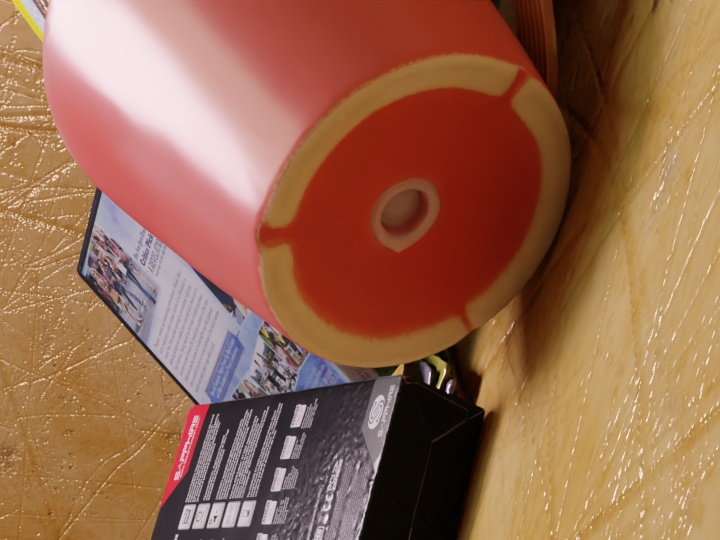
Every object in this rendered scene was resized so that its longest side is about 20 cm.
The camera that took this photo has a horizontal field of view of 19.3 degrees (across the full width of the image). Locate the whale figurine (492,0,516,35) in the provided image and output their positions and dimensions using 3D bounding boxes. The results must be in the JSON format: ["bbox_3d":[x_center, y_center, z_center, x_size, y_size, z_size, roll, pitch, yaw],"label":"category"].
[{"bbox_3d":[0.070,-0.206,1.021,0.159,0.103,0.201,-85,12,-64],"label":"whale figurine"}]

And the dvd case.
[{"bbox_3d":[-0.066,0.031,1.056,0.018,0.200,0.143,-36,-15,-30],"label":"dvd case"}]

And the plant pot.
[{"bbox_3d":[-0.015,-0.065,0.889,0.177,0.199,0.201,49,128,48],"label":"plant pot"}]

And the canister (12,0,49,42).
[{"bbox_3d":[-0.103,-0.128,1.066,0.086,0.149,0.200,-42,30,-11],"label":"canister"}]

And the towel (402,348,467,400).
[{"bbox_3d":[0.010,0.128,1.024,0.144,0.023,0.201,-108,35,-79],"label":"towel"}]

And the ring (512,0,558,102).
[{"bbox_3d":[0.054,-0.130,0.954,0.200,0.019,0.202,168,90,-76],"label":"ring"}]

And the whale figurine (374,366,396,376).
[{"bbox_3d":[0.000,0.000,1.115,0.159,0.104,0.200,-21,-16,-48],"label":"whale figurine"}]

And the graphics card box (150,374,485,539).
[{"bbox_3d":[-0.030,0.119,0.955,0.200,0.051,0.126,-16,55,58],"label":"graphics card box"}]
